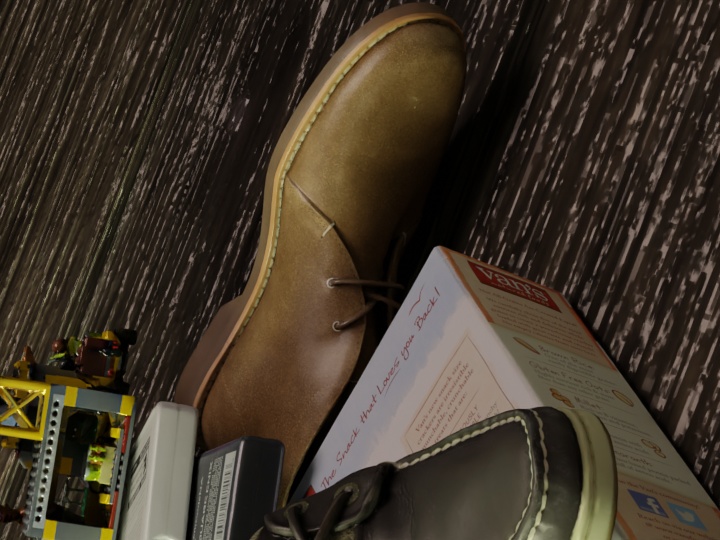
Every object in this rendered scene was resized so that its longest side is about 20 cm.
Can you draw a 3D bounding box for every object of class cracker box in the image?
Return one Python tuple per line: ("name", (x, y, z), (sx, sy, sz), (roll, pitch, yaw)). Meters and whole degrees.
("cracker box", (0.043, 0.100, 0.731), (0.134, 0.058, 0.200), (-60, 29, 19))

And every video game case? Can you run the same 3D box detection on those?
("video game case", (-0.091, 0.166, 0.885), (0.143, 0.018, 0.201), (124, 153, -60))
("video game case", (-0.065, 0.139, 0.875), (0.200, 0.019, 0.144), (147, 132, -74))

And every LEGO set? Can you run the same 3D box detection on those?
("LEGO set", (-0.160, 0.111, 0.924), (0.154, 0.115, 0.201), (-164, 85, -77))

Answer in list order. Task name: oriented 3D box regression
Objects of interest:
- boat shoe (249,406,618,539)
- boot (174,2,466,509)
("boat shoe", (-0.006, 0.097, 0.686), (0.201, 0.066, 0.072), (-42, 38, 44))
("boot", (0.000, 0.000, 0.883), (0.075, 0.073, 0.201), (47, 121, 44))
